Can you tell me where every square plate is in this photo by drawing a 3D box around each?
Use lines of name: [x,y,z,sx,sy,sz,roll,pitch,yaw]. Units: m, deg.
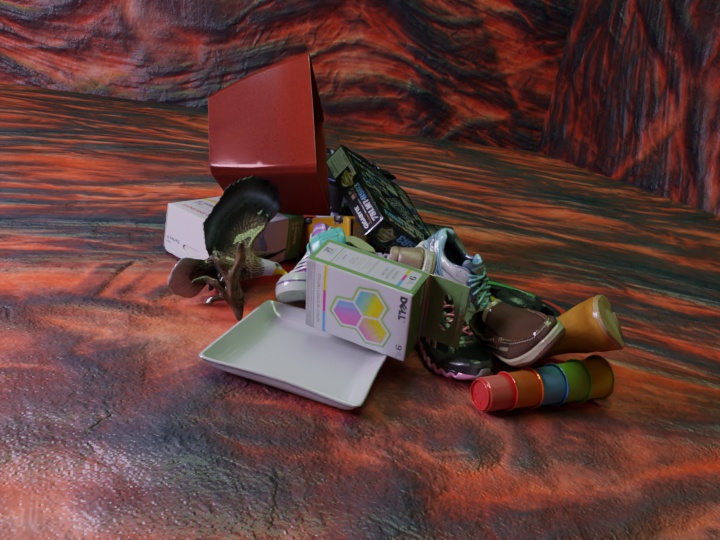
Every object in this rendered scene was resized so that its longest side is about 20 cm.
square plate: [-0.068,0.103,0.780,0.197,0.029,0.198,15,19,12]

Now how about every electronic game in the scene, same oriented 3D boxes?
electronic game: [0.262,0.055,1.038,0.197,0.042,0.200,16,12,-3]

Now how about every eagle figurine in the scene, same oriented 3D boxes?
eagle figurine: [-0.174,-0.023,0.912,0.151,0.151,0.201,42,24,-28]

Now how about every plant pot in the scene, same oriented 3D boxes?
plant pot: [-0.151,-0.208,1.037,0.173,0.203,0.200,-6,-16,1]

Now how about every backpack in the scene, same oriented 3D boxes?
backpack: [-0.021,-0.180,1.405,0.188,0.156,0.200,-10,33,-28]

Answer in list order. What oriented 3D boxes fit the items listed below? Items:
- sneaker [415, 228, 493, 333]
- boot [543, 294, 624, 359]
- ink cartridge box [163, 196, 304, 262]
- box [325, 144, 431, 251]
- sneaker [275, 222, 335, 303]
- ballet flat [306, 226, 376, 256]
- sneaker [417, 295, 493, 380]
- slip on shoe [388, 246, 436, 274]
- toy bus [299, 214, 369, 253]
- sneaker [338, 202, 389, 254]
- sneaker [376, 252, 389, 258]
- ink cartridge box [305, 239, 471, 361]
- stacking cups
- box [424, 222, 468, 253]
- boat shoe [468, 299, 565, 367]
sneaker: [0.158,0.026,0.933,0.077,0.086,0.201,-26,74,-48]
boot: [0.272,0.091,0.838,0.142,0.072,0.201,-21,-16,22]
ink cartridge box: [-0.216,-0.066,1.082,0.144,0.089,0.199,23,24,29]
box: [0.046,-0.102,1.078,0.199,0.050,0.200,28,29,-46]
sneaker: [-0.072,-0.013,0.925,0.072,0.116,0.200,-14,-4,22]
ballet flat: [0.000,0.000,0.899,0.200,0.070,0.068,43,27,-52]
sneaker: [0.118,0.075,0.861,0.078,0.097,0.200,2,23,-29]
slip on shoe: [0.048,0.021,0.867,0.060,0.077,0.200,15,-20,-5]
toy bus: [-0.047,-0.061,1.104,0.077,0.066,0.199,0,3,-33]
sneaker: [0.042,-0.053,1.136,0.084,0.077,0.201,-1,48,-42]
sneaker: [0.058,0.028,1.002,0.197,0.076,0.081,15,29,13]
ink cartridge box: [0.029,0.044,0.781,0.198,0.105,0.059,19,37,19]
stacking cups: [0.230,0.141,0.783,0.197,0.061,0.060,0,22,-28]
box: [0.128,-0.052,1.284,0.156,0.049,0.200,9,20,-5]
boat shoe: [0.188,0.076,0.810,0.075,0.075,0.202,45,-14,-1]
